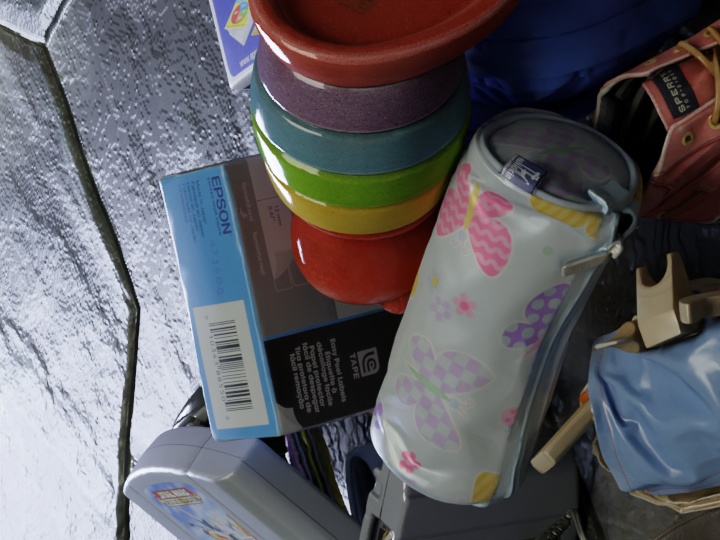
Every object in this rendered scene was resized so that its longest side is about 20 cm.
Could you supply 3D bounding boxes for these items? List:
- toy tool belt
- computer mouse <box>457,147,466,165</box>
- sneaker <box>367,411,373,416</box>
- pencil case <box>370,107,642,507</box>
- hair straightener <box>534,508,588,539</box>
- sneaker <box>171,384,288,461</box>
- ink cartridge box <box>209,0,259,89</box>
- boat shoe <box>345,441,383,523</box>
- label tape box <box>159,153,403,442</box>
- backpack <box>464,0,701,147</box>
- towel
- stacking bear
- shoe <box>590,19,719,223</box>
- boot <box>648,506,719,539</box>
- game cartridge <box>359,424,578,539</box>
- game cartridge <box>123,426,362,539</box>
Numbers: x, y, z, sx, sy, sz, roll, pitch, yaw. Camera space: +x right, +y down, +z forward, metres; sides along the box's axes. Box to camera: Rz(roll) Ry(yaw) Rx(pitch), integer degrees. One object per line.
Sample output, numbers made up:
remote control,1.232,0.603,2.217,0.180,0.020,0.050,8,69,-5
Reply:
toy tool belt,0.176,0.047,1.227,0.200,0.123,0.125,-33,80,47
computer mouse,0.071,-0.015,1.416,0.044,0.110,0.201,-13,76,12
sneaker,0.012,-0.021,1.497,0.108,0.070,0.201,-41,60,50
pencil case,0.070,0.020,1.266,0.090,0.083,0.201,32,126,16
hair straightener,0.114,0.224,1.420,0.076,0.041,0.201,10,110,11
sneaker,-0.078,0.082,1.584,0.200,0.075,0.080,99,173,-75
ink cartridge box,-0.039,-0.236,1.557,0.197,0.047,0.201,-29,71,53
boat shoe,0.029,0.195,1.508,0.072,0.068,0.201,0,95,54
label tape box,0.000,0.000,1.396,0.066,0.199,0.144,-11,92,52
backpack,0.076,-0.149,1.323,0.199,0.162,0.169,5,120,45
towel,-0.036,0.061,1.537,0.144,0.023,0.201,67,-169,-71
stacking bear,0.003,-0.065,1.253,0.121,0.114,0.201,31,145,26
shoe,0.182,-0.091,1.235,0.072,0.091,0.200,62,139,27
boot,0.211,0.180,1.261,0.199,0.069,0.175,-28,62,39
game cartridge,0.053,0.183,1.418,0.041,0.133,0.201,34,122,44
game cartridge,-0.065,0.143,1.489,0.042,0.133,0.200,-58,14,-18
